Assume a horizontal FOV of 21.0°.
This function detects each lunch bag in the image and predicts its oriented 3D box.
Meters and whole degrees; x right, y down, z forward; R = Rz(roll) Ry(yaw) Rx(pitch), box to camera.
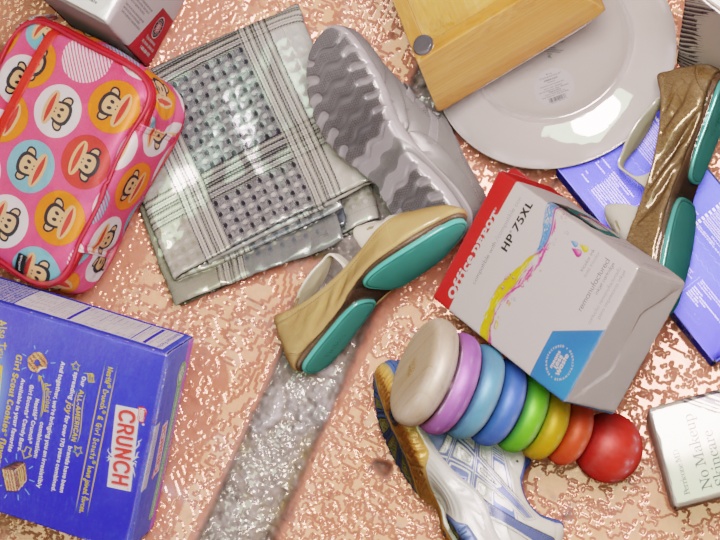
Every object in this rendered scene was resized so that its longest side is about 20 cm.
[{"bbox_3d":[-0.255,-0.099,1.583,0.175,0.082,0.201,29,94,21],"label":"lunch bag"}]

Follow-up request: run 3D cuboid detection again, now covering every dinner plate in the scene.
[{"bbox_3d":[0.152,-0.178,1.555,0.199,0.024,0.202,-5,71,15],"label":"dinner plate"}]

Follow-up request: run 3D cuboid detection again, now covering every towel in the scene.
[{"bbox_3d":[-0.099,-0.093,1.593,0.191,0.035,0.201,-23,81,3],"label":"towel"}]

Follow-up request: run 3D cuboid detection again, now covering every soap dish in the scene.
[{"bbox_3d":[0.085,-0.251,1.534,0.157,0.081,0.201,-29,65,20],"label":"soap dish"}]

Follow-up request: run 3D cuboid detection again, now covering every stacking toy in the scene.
[{"bbox_3d":[0.125,0.112,1.486,0.199,0.085,0.086,24,85,-16],"label":"stacking toy"}]

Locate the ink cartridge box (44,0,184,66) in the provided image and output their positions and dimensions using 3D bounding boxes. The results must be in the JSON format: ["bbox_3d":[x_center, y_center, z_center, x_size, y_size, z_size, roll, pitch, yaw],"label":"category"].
[{"bbox_3d":[-0.173,-0.285,1.572,0.083,0.144,0.201,28,86,10],"label":"ink cartridge box"}]

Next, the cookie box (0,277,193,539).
[{"bbox_3d":[-0.248,0.109,1.538,0.199,0.075,0.172,17,105,10],"label":"cookie box"}]

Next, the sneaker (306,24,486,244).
[{"bbox_3d":[0.029,-0.109,1.559,0.075,0.082,0.201,-33,89,38],"label":"sneaker"}]

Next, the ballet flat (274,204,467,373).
[{"bbox_3d":[0.000,0.000,1.525,0.200,0.068,0.063,-44,63,24],"label":"ballet flat"}]

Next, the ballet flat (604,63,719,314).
[{"bbox_3d":[0.228,-0.064,1.494,0.072,0.068,0.201,12,86,29],"label":"ballet flat"}]

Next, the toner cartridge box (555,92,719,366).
[{"bbox_3d":[0.251,-0.032,1.536,0.095,0.043,0.200,-37,80,0],"label":"toner cartridge box"}]

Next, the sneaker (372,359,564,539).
[{"bbox_3d":[0.084,0.150,1.528,0.088,0.075,0.201,-28,81,-15],"label":"sneaker"}]

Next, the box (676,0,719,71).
[{"bbox_3d":[0.291,-0.195,1.473,0.068,0.200,0.082,38,85,12],"label":"box"}]

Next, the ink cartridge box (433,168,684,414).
[{"bbox_3d":[0.135,0.006,1.477,0.200,0.067,0.117,38,106,42],"label":"ink cartridge box"}]

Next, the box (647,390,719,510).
[{"bbox_3d":[0.324,0.120,1.485,0.199,0.068,0.083,-16,80,4],"label":"box"}]
